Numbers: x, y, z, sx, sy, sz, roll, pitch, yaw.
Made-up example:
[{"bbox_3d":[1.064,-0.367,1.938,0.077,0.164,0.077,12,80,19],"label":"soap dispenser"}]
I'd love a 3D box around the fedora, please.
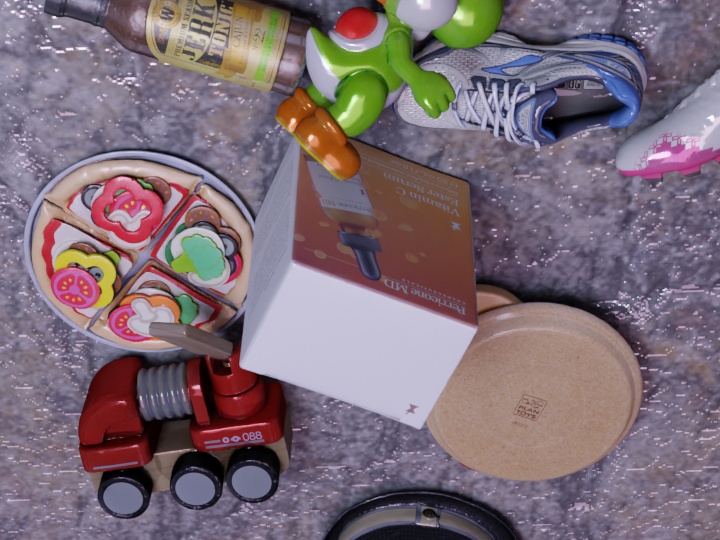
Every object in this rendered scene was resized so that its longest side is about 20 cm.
[{"bbox_3d":[0.056,0.297,1.591,0.199,0.092,0.202,1,125,1],"label":"fedora"}]

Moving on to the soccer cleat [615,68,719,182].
[{"bbox_3d":[0.285,-0.132,1.318,0.198,0.070,0.087,-16,107,9],"label":"soccer cleat"}]

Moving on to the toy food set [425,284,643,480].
[{"bbox_3d":[0.143,0.104,1.485,0.198,0.049,0.199,5,125,-3],"label":"toy food set"}]

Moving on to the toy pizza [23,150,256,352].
[{"bbox_3d":[-0.181,-0.008,1.424,0.198,0.032,0.202,0,124,1],"label":"toy pizza"}]

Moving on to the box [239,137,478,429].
[{"bbox_3d":[0.000,0.000,1.324,0.151,0.201,0.107,20,123,-13],"label":"box"}]

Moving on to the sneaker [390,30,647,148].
[{"bbox_3d":[0.119,-0.134,1.300,0.198,0.085,0.078,-5,124,6],"label":"sneaker"}]

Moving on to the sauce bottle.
[{"bbox_3d":[-0.136,-0.183,1.283,0.198,0.065,0.065,13,124,-9],"label":"sauce bottle"}]

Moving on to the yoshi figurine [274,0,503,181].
[{"bbox_3d":[0.035,-0.158,1.262,0.112,0.112,0.200,41,98,11],"label":"yoshi figurine"}]

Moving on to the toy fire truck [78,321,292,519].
[{"bbox_3d":[-0.159,0.105,1.449,0.174,0.129,0.201,-7,119,7],"label":"toy fire truck"}]
